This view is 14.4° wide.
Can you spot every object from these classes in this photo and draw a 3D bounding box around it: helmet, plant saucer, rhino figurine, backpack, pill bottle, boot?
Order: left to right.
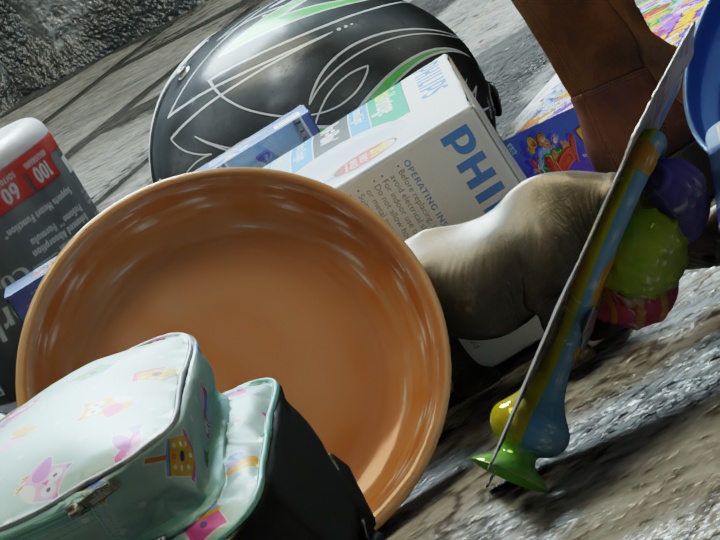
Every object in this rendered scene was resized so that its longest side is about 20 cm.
[{"bbox_3d":[-0.190,0.020,1.712,0.116,0.200,0.116,-31,11,6],"label":"pill bottle"},{"bbox_3d":[-0.107,0.131,1.163,0.200,0.153,0.176,-36,16,11],"label":"backpack"},{"bbox_3d":[-0.058,0.051,1.315,0.200,0.200,0.037,-33,-18,-9],"label":"plant saucer"},{"bbox_3d":[-0.020,-0.077,1.714,0.200,0.200,0.191,-28,2,20],"label":"helmet"},{"bbox_3d":[0.089,0.000,1.341,0.200,0.088,0.060,-25,9,22],"label":"rhino figurine"},{"bbox_3d":[0.137,-0.140,1.530,0.068,0.200,0.188,-22,15,40],"label":"boot"}]

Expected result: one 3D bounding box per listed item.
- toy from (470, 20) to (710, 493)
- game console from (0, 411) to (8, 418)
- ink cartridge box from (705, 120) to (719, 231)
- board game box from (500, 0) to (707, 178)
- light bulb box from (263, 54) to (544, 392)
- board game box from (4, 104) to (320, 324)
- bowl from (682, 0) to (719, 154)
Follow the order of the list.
[{"bbox_3d":[0.111,0.004,1.209,0.200,0.047,0.115,-61,-7,-8],"label":"toy"},{"bbox_3d":[-0.184,0.137,1.451,0.176,0.031,0.200,6,29,27],"label":"game console"},{"bbox_3d":[0.221,-0.037,1.198,0.136,0.076,0.200,-29,13,11],"label":"ink cartridge box"},{"bbox_3d":[0.178,-0.122,1.741,0.134,0.045,0.200,-24,13,33],"label":"board game box"},{"bbox_3d":[0.000,0.000,1.491,0.200,0.125,0.198,-32,11,4],"label":"light bulb box"},{"bbox_3d":[-0.081,0.016,1.610,0.200,0.136,0.034,-31,12,-1],"label":"board game box"},{"bbox_3d":[0.246,-0.126,1.402,0.200,0.039,0.201,-37,33,29],"label":"bowl"}]
